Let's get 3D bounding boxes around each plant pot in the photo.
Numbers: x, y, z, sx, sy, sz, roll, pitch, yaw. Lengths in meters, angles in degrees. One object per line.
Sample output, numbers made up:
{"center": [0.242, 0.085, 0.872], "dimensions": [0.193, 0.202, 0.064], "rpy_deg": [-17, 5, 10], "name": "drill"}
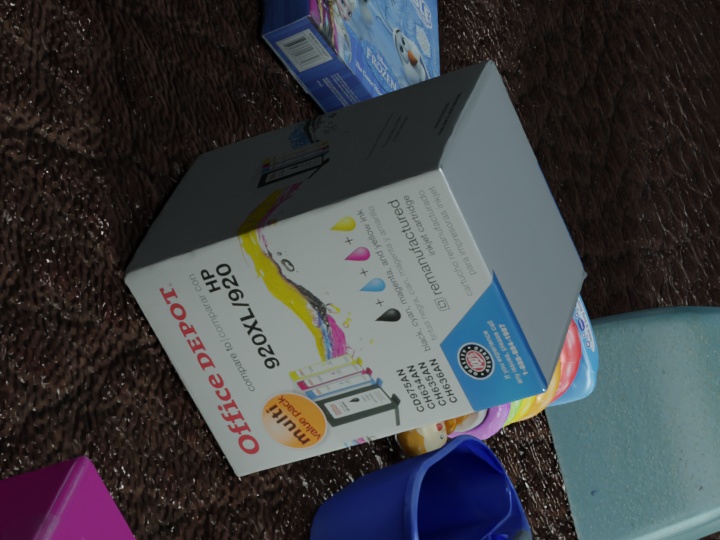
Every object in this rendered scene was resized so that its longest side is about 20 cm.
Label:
{"center": [0.281, 0.122, 1.774], "dimensions": [0.196, 0.199, 0.197], "rpy_deg": [10, 64, -66], "name": "plant pot"}

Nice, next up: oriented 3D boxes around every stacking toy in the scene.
{"center": [0.077, 0.076, 1.488], "dimensions": [0.200, 0.109, 0.117], "rpy_deg": [-38, 111, -55], "name": "stacking toy"}

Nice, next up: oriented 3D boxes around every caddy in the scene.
{"center": [0.053, 0.181, 1.314], "dimensions": [0.200, 0.105, 0.142], "rpy_deg": [-25, 97, -68], "name": "caddy"}

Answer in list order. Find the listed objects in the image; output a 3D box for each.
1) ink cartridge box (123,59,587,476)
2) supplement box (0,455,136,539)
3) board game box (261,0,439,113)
{"center": [0.000, 0.000, 1.207], "dimensions": [0.148, 0.199, 0.145], "rpy_deg": [63, 26, -21], "name": "ink cartridge box"}
{"center": [-0.164, 0.150, 0.705], "dimensions": [0.104, 0.199, 0.101], "rpy_deg": [62, 25, -22], "name": "supplement box"}
{"center": [-0.003, -0.186, 1.551], "dimensions": [0.200, 0.043, 0.200], "rpy_deg": [49, 30, -44], "name": "board game box"}
